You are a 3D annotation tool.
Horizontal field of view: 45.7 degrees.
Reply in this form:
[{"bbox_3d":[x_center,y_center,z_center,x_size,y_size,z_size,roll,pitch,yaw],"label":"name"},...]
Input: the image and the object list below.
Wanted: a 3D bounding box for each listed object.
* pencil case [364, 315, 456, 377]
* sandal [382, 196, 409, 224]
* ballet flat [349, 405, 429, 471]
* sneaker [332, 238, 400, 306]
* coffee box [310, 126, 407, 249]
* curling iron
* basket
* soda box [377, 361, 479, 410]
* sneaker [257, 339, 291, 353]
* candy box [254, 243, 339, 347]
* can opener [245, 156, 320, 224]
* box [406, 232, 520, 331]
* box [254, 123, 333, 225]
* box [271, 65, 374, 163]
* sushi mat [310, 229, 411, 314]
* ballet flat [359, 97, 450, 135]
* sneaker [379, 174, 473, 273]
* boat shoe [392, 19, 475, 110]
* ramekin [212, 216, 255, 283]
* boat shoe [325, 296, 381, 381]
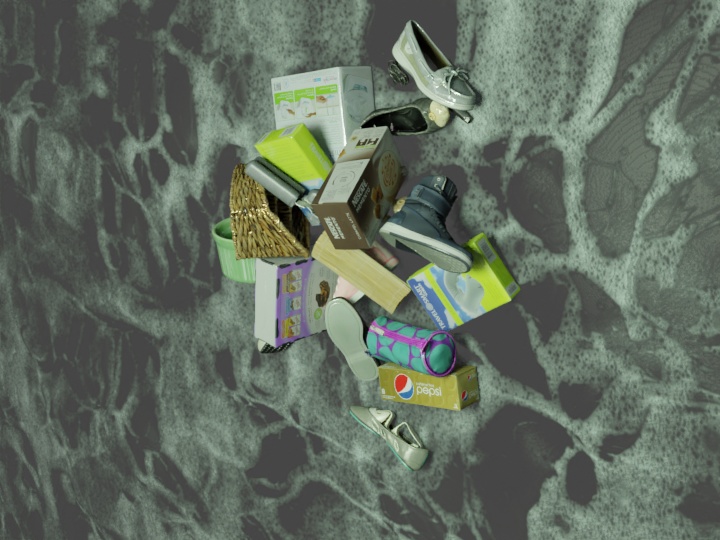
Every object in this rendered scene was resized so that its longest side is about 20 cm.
[{"bbox_3d":[0.091,0.140,1.591,0.199,0.092,0.086,9,68,56],"label":"pencil case"},{"bbox_3d":[0.096,-0.103,1.584,0.211,0.078,0.070,29,87,29],"label":"sandal"},{"bbox_3d":[0.063,0.320,1.724,0.200,0.067,0.064,40,98,31],"label":"ballet flat"},{"bbox_3d":[-0.017,0.006,1.692,0.105,0.075,0.200,49,124,5],"label":"sneaker"},{"bbox_3d":[0.002,-0.148,1.530,0.079,0.201,0.115,0,136,32],"label":"coffee box"},{"bbox_3d":[0.124,-0.318,1.517,0.200,0.025,0.050,39,146,26],"label":"curling iron"},{"bbox_3d":[-0.173,-0.130,1.666,0.201,0.147,0.144,-93,1,-55],"label":"basket"},{"bbox_3d":[0.127,0.213,1.619,0.199,0.064,0.069,0,101,45],"label":"soda box"},{"bbox_3d":[-0.179,0.102,1.909,0.200,0.070,0.094,-57,43,40],"label":"sneaker"},{"bbox_3d":[-0.116,0.044,1.722,0.071,0.199,0.170,20,115,41],"label":"candy box"},{"bbox_3d":[-0.117,-0.154,1.579,0.199,0.053,0.067,36,118,2],"label":"can opener"},{"bbox_3d":[0.173,0.030,1.521,0.199,0.048,0.123,-32,93,44],"label":"box"},{"bbox_3d":[-0.099,-0.178,1.621,0.121,0.048,0.201,-3,131,48],"label":"box"},{"bbox_3d":[-0.072,-0.297,1.666,0.199,0.096,0.179,2,103,44],"label":"box"},{"bbox_3d":[0.000,0.000,1.609,0.199,0.012,0.096,36,142,-2],"label":"sushi mat"},{"bbox_3d":[0.082,-0.267,1.541,0.199,0.057,0.067,-1,117,47],"label":"ballet flat"},{"bbox_3d":[0.142,-0.086,1.465,0.202,0.147,0.077,28,163,41],"label":"sneaker"},{"bbox_3d":[0.130,-0.349,1.468,0.203,0.074,0.065,54,137,30],"label":"boat shoe"},{"bbox_3d":[-0.208,-0.049,1.801,0.199,0.199,0.099,17,119,41],"label":"ramekin"},{"bbox_3d":[-0.015,0.127,1.689,0.075,0.061,0.202,-11,120,15],"label":"boat shoe"}]
